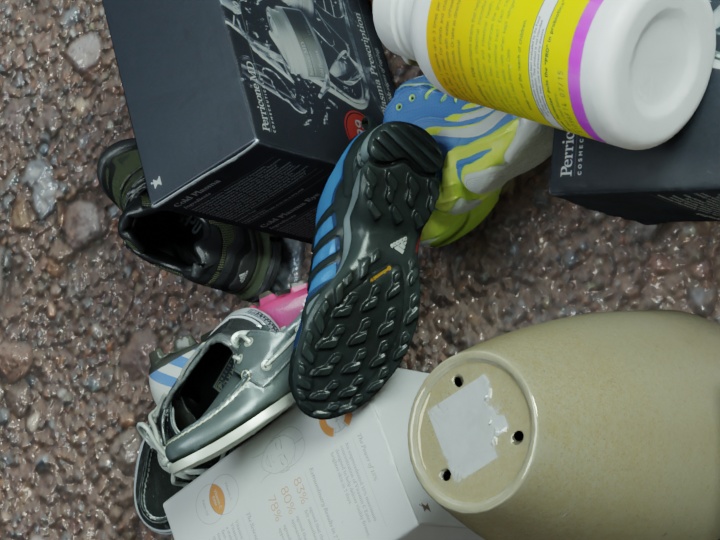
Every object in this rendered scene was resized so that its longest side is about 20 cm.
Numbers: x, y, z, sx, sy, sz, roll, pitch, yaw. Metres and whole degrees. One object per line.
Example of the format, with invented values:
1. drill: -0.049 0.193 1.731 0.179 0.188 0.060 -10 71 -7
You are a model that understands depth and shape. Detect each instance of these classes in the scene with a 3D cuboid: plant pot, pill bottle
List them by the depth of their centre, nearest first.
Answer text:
1. pill bottle: 0.101 -0.141 1.226 0.200 0.104 0.104 21 96 42
2. plant pot: 0.124 0.105 1.257 0.187 0.200 0.188 -8 77 39

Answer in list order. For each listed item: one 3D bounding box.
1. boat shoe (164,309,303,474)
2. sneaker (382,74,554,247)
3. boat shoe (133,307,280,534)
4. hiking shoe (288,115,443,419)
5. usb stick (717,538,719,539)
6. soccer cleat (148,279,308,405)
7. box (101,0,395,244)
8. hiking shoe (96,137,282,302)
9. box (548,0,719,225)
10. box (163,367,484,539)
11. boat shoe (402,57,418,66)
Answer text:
1. boat shoe: -0.059 0.062 1.409 0.200 0.073 0.062 -37 89 -16
2. sneaker: 0.065 -0.096 1.376 0.105 0.076 0.200 57 143 10
3. boat shoe: -0.118 0.117 1.482 0.074 0.068 0.199 40 121 9
4. hiking shoe: 0.000 0.000 1.370 0.200 0.074 0.087 -71 19 -1
5. usb stick: 0.195 0.202 1.205 0.033 0.200 0.056 -7 69 -6
6. soccer cleat: -0.069 0.068 1.519 0.200 0.070 0.086 -27 82 36
7. box: -0.071 -0.136 1.472 0.104 0.182 0.200 -30 65 33
8. hiking shoe: -0.147 -0.050 1.572 0.200 0.101 0.076 35 104 38
9. box: 0.232 -0.135 1.262 0.196 0.124 0.200 -1 82 42
10. box: -0.021 0.168 1.432 0.200 0.097 0.124 -37 60 29
11. boat shoe: 0.048 -0.174 1.453 0.200 0.071 0.069 45 109 34
